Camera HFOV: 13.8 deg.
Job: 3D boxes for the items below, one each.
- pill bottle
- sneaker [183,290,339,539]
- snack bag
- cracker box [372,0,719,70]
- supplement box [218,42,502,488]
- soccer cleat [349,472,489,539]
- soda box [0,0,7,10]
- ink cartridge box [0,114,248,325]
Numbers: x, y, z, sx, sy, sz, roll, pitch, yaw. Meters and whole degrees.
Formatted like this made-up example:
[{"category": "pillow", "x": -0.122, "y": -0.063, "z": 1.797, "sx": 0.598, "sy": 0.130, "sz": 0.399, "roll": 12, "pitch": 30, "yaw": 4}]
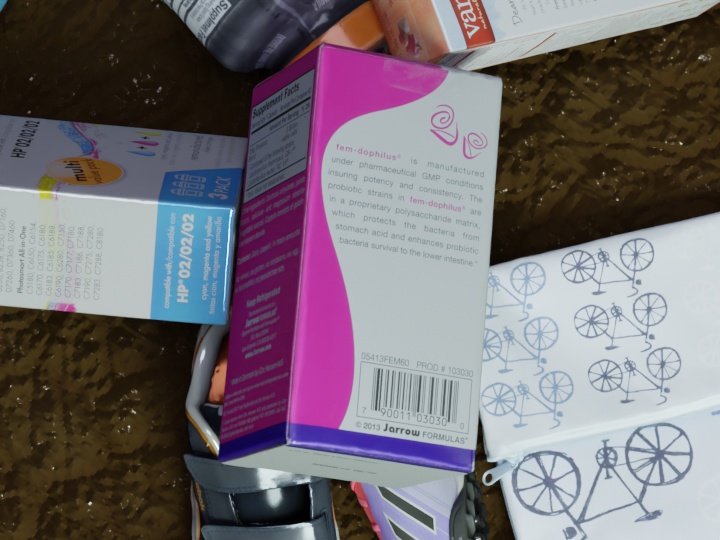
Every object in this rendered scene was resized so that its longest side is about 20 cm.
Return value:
[{"category": "pill bottle", "x": -0.065, "y": -0.178, "z": 1.568, "sx": 0.106, "sy": 0.106, "sz": 0.200, "roll": -40, "pitch": 85, "yaw": -6}, {"category": "sneaker", "x": -0.053, "y": 0.108, "z": 1.541, "sx": 0.078, "sy": 0.079, "sz": 0.200, "roll": -10, "pitch": 84, "yaw": -3}, {"category": "snack bag", "x": 0.153, "y": 0.078, "z": 1.568, "sx": 0.188, "sy": 0.021, "sz": 0.200, "roll": -12, "pitch": 82, "yaw": -9}, {"category": "cracker box", "x": 0.092, "y": -0.184, "z": 1.556, "sx": 0.200, "sy": 0.058, "sz": 0.134, "roll": -15, "pitch": 81, "yaw": -31}, {"category": "supplement box", "x": 0.000, "y": 0.000, "z": 1.477, "sx": 0.101, "sy": 0.103, "sz": 0.200, "roll": 10, "pitch": 77, "yaw": -21}, {"category": "soccer cleat", "x": 0.023, "y": 0.107, "z": 1.552, "sx": 0.073, "sy": 0.068, "sz": 0.200, "roll": -12, "pitch": 80, "yaw": 8}, {"category": "soda box", "x": -0.238, "y": -0.133, "z": 1.577, "sx": 0.064, "sy": 0.068, "sz": 0.200, "roll": 30, "pitch": 82, "yaw": 4}, {"category": "ink cartridge box", "x": -0.162, "y": -0.030, "z": 1.533, "sx": 0.200, "sy": 0.115, "sz": 0.068, "roll": 5, "pitch": 110, "yaw": -1}]
